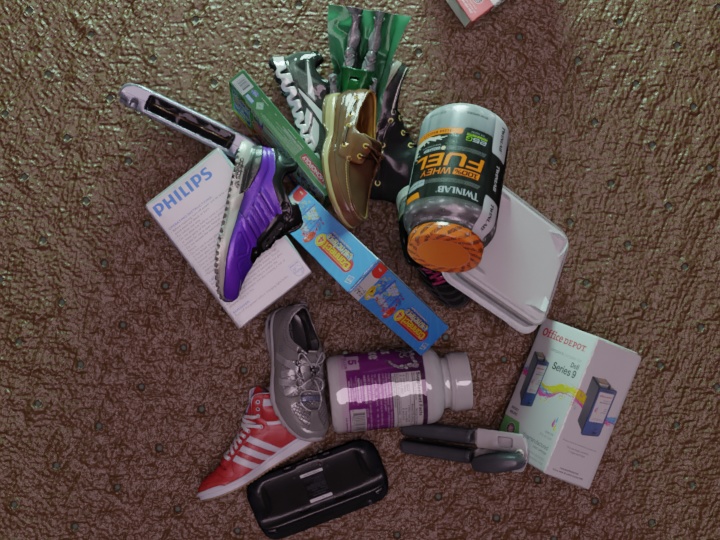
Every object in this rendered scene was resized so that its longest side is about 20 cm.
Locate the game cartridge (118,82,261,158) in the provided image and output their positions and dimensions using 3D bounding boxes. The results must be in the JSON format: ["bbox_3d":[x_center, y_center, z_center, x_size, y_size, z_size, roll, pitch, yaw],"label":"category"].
[{"bbox_3d":[-0.227,-0.201,1.439,0.200,0.133,0.042,25,99,-5],"label":"game cartridge"}]

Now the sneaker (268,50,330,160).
[{"bbox_3d":[-0.055,-0.222,1.482,0.090,0.066,0.201,-22,91,0],"label":"sneaker"}]

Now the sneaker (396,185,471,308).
[{"bbox_3d":[0.101,-0.019,1.465,0.074,0.088,0.200,-17,116,18],"label":"sneaker"}]

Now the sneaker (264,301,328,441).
[{"bbox_3d":[-0.084,0.138,1.451,0.075,0.082,0.201,-5,70,-35],"label":"sneaker"}]

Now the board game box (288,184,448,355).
[{"bbox_3d":[0.000,0.000,1.389,0.056,0.200,0.196,-47,137,1],"label":"board game box"}]

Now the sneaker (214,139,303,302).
[{"bbox_3d":[-0.121,-0.054,1.288,0.099,0.070,0.201,12,88,-9],"label":"sneaker"}]

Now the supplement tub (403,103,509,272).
[{"bbox_3d":[0.124,-0.106,1.366,0.122,0.123,0.201,13,62,-4],"label":"supplement tub"}]

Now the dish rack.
[{"bbox_3d":[0.211,-0.024,1.457,0.200,0.043,0.172,32,69,-27],"label":"dish rack"}]

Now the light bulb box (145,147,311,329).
[{"bbox_3d":[-0.174,-0.041,1.417,0.125,0.198,0.200,-38,93,-4],"label":"light bulb box"}]

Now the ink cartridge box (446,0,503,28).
[{"bbox_3d":[0.201,-0.453,1.487,0.200,0.067,0.117,-36,94,0],"label":"ink cartridge box"}]

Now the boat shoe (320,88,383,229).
[{"bbox_3d":[-0.007,-0.150,1.343,0.067,0.072,0.201,-15,60,23],"label":"boat shoe"}]

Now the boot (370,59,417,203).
[{"bbox_3d":[0.069,-0.181,1.487,0.150,0.073,0.201,21,95,-3],"label":"boot"}]

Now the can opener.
[{"bbox_3d":[0.138,0.246,1.464,0.199,0.067,0.054,3,93,31],"label":"can opener"}]

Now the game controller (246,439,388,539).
[{"bbox_3d":[-0.061,0.315,1.511,0.199,0.042,0.105,-20,102,-3],"label":"game controller"}]

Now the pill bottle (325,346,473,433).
[{"bbox_3d":[0.054,0.165,1.480,0.199,0.112,0.113,-6,93,-3],"label":"pill bottle"}]

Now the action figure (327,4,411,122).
[{"bbox_3d":[-0.005,-0.254,1.426,0.118,0.055,0.201,12,102,18],"label":"action figure"}]

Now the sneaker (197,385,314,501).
[{"bbox_3d":[-0.163,0.237,1.492,0.200,0.071,0.113,-31,97,-9],"label":"sneaker"}]

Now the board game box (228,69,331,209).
[{"bbox_3d":[-0.105,-0.172,1.437,0.029,0.135,0.200,-40,87,-9],"label":"board game box"}]

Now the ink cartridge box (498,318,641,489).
[{"bbox_3d":[0.288,0.181,1.470,0.087,0.145,0.200,23,91,-24],"label":"ink cartridge box"}]
